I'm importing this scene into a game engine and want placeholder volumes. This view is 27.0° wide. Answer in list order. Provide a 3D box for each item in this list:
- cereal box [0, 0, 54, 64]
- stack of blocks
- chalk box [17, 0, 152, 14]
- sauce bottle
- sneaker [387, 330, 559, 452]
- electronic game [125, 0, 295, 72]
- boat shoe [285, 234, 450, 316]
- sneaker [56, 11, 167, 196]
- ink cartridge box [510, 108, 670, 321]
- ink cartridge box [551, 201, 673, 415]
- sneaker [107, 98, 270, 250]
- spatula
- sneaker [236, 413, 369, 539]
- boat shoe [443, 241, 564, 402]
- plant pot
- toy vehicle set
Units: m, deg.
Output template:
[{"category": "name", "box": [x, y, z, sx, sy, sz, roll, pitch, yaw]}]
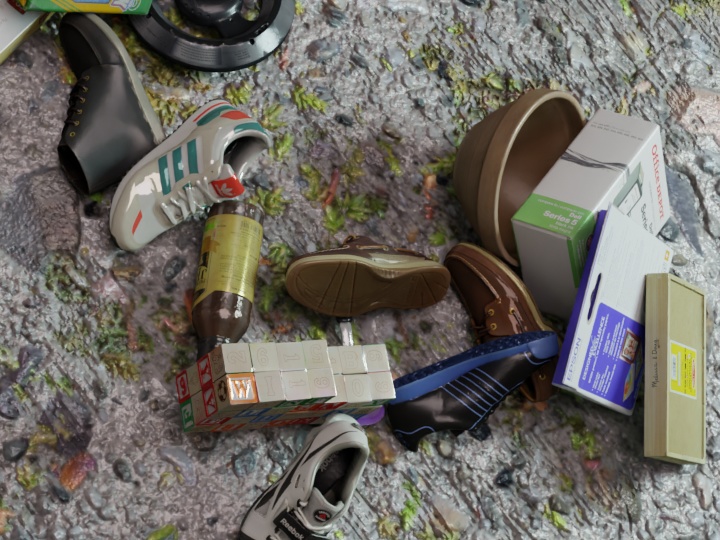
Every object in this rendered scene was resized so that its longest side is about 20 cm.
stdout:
[{"category": "cereal box", "box": [-0.443, -0.307, 1.604, 0.200, 0.040, 0.144, 38, 61, -1]}, {"category": "stack of blocks", "box": [-0.067, 0.113, 1.478, 0.199, 0.115, 0.059, -1, 71, -31]}, {"category": "chalk box", "box": [-0.283, -0.358, 1.605, 0.199, 0.124, 0.125, -5, 43, -41]}, {"category": "sauce bottle", "box": [-0.142, 0.026, 1.561, 0.064, 0.065, 0.201, 13, 64, -14]}, {"category": "sneaker", "box": [0.125, 0.127, 1.595, 0.199, 0.070, 0.078, -20, 98, -1]}, {"category": "electronic game", "box": [-0.172, -0.311, 1.702, 0.198, 0.042, 0.201, 6, 62, -11]}, {"category": "boat shoe", "box": [0.000, 0.000, 1.617, 0.199, 0.073, 0.072, -2, 34, -30]}, {"category": "sneaker", "box": [-0.290, -0.182, 1.586, 0.106, 0.075, 0.201, -26, 80, -30]}, {"category": "ink cartridge box", "box": [0.264, -0.061, 1.692, 0.084, 0.146, 0.200, 20, 55, 33]}, {"category": "ink cartridge box", "box": [0.266, 0.042, 1.618, 0.200, 0.043, 0.199, 26, 78, -56]}, {"category": "sneaker", "box": [-0.175, -0.092, 1.561, 0.093, 0.070, 0.200, 29, 68, 37]}, {"category": "spatula", "box": [-0.015, 0.073, 1.613, 0.056, 0.021, 0.201, -3, 69, -19]}, {"category": "sneaker", "box": [-0.057, 0.235, 1.462, 0.074, 0.088, 0.201, 30, 90, -15]}, {"category": "boat shoe", "box": [0.157, 0.057, 1.653, 0.067, 0.072, 0.200, -37, 87, -30]}, {"category": "plant pot", "box": [0.169, -0.112, 1.691, 0.092, 0.202, 0.201, 20, 55, 34]}, {"category": "toy vehicle set", "box": [0.351, 0.111, 1.664, 0.124, 0.026, 0.202, 21, 69, -56]}]
